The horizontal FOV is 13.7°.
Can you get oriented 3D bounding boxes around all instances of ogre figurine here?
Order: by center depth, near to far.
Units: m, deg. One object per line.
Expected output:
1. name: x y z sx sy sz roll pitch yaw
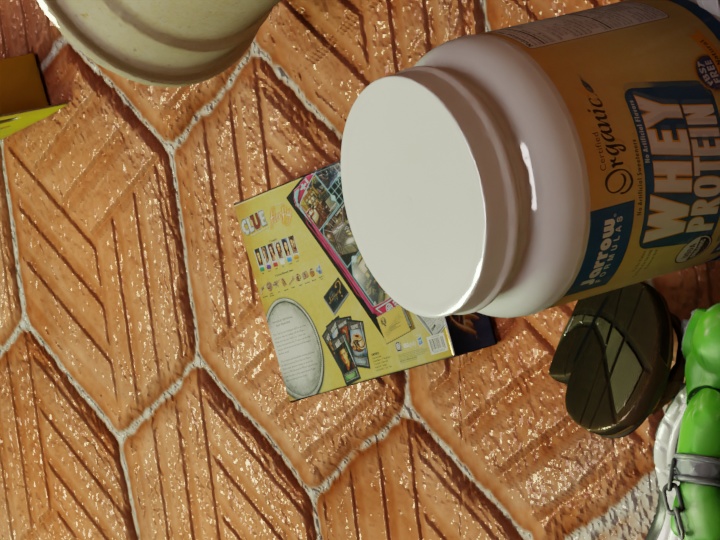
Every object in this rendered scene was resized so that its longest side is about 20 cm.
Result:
1. ogre figurine: 0.229 0.052 1.478 0.200 0.098 0.121 -38 60 46

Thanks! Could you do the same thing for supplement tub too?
1. supplement tub: 0.104 -0.057 1.529 0.144 0.199 0.146 27 125 48

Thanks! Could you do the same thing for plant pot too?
1. plant pot: -0.079 -0.233 1.765 0.183 0.200 0.202 -24 83 46

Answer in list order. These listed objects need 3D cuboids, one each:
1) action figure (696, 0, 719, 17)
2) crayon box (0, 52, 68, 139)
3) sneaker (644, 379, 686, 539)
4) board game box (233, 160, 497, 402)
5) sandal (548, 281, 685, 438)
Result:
1. action figure: 0.136 -0.185 1.524 0.199 0.131 0.069 15 155 39
2. crayon box: -0.314 -0.111 2.199 0.200 0.126 0.051 -17 88 56
3. sneaker: 0.199 0.126 1.594 0.080 0.074 0.201 31 133 33
4. board game box: 0.000 0.000 1.857 0.200 0.034 0.136 -18 88 57
5. sandal: 0.144 0.050 1.601 0.082 0.054 0.200 -63 7 0
